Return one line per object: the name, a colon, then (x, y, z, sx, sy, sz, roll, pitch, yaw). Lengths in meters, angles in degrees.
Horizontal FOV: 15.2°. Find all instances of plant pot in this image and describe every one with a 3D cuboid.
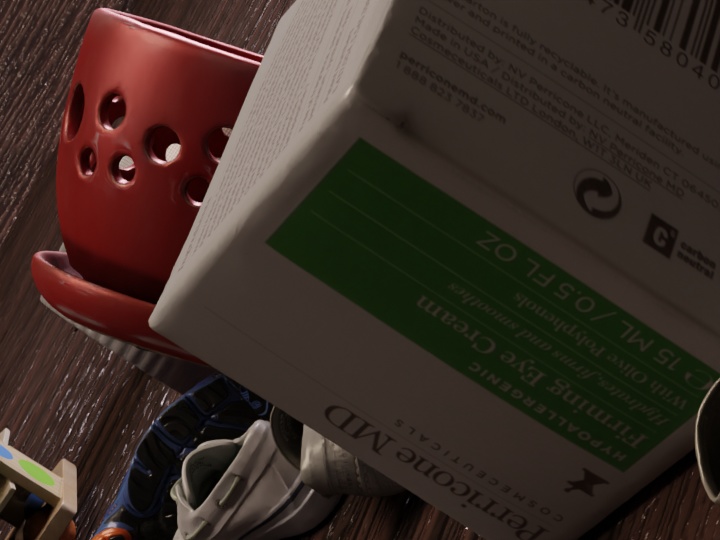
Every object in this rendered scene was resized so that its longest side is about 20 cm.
plant pot: (-0.087, -0.042, 1.602, 0.200, 0.200, 0.183, -145, 70, -78)

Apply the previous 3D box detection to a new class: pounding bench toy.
pounding bench toy: (-0.296, 0.192, 2.023, 0.124, 0.156, 0.200, -55, 12, 7)

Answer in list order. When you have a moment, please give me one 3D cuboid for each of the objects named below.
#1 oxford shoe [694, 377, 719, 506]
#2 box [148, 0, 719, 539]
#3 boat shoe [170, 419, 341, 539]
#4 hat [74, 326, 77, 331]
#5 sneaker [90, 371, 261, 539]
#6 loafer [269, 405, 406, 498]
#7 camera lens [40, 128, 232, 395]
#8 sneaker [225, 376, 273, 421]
oxford shoe: (0.153, 0.057, 0.813, 0.075, 0.058, 0.200, -56, 13, -8)
box: (0.059, -0.035, 1.079, 0.171, 0.199, 0.200, -46, 17, 46)
boat shoe: (-0.070, 0.121, 1.517, 0.200, 0.067, 0.074, -39, 21, 56)
hat: (-0.159, -0.024, 2.227, 0.201, 0.081, 0.201, -62, 6, 11)
sneaker: (-0.117, 0.134, 1.665, 0.200, 0.075, 0.078, -52, 10, 17)
loafer: (-0.013, 0.069, 1.382, 0.070, 0.070, 0.200, -12, 11, -5)
camera lens: (-0.097, -0.027, 1.779, 0.200, 0.160, 0.160, -57, 12, -1)
sneaker: (0.000, 0.000, 1.518, 0.200, 0.078, 0.070, -60, 13, -14)
